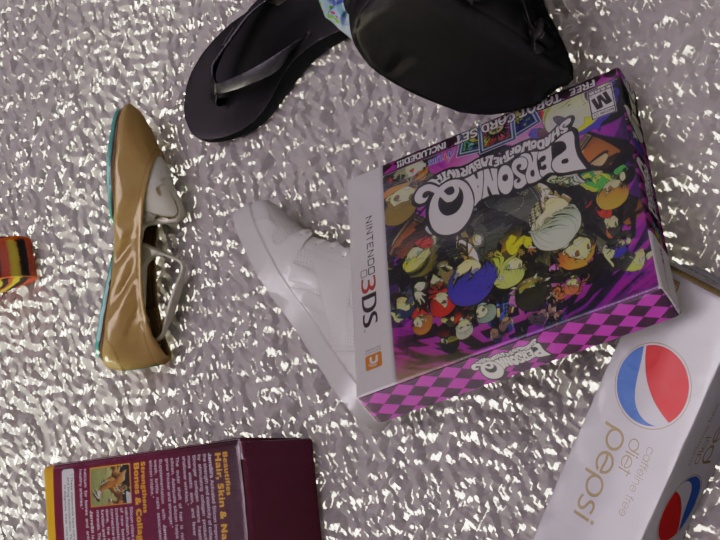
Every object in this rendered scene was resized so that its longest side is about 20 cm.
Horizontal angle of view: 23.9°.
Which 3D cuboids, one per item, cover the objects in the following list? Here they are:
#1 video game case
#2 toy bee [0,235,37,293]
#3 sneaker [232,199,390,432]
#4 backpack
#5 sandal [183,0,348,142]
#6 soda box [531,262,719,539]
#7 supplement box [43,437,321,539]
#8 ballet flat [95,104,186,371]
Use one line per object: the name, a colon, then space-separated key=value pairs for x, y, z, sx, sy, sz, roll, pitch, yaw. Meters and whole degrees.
video game case: x=0.086 y=-0.017 z=1.041 sx=0.198 sy=0.036 sz=0.183 roll=-21 pitch=47 yaw=20
toy bee: x=-0.366 y=0.024 z=1.402 sx=0.200 sy=0.108 sz=0.132 roll=-44 pitch=65 yaw=26
sneaker: x=0.000 y=0.000 z=1.164 sx=0.116 sy=0.074 sz=0.201 roll=-43 pitch=60 yaw=11
backpack: x=0.038 y=-0.203 z=1.084 sx=0.153 sy=0.162 sz=0.202 roll=-28 pitch=53 yaw=38
sandal: x=-0.064 y=-0.168 z=1.229 sx=0.200 sy=0.043 sz=0.077 roll=-38 pitch=66 yaw=28
soda box: x=0.176 y=0.099 z=1.021 sx=0.068 sy=0.063 sz=0.202 roll=30 pitch=104 yaw=34
supplement box: x=-0.130 y=0.186 z=1.229 sx=0.199 sy=0.085 sz=0.112 roll=-11 pitch=80 yaw=36
ballet flat: x=-0.161 y=-0.024 z=1.292 sx=0.062 sy=0.069 sz=0.202 roll=4 pitch=92 yaw=8
